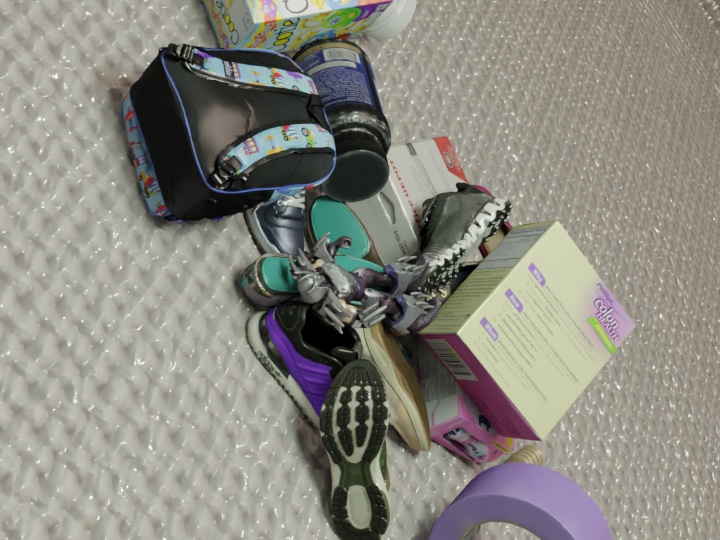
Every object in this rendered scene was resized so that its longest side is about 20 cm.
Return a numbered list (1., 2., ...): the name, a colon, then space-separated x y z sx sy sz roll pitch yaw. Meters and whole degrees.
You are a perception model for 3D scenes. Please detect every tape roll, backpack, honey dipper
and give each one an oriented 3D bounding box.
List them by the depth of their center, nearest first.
1. backpack: -0.133 -0.146 1.419 0.199 0.134 0.184 -9 73 -43
2. tape roll: 0.182 0.327 1.504 0.201 0.199 0.085 61 33 -3
3. honey dipper: 0.177 0.271 1.692 0.200 0.038 0.038 -21 85 -55

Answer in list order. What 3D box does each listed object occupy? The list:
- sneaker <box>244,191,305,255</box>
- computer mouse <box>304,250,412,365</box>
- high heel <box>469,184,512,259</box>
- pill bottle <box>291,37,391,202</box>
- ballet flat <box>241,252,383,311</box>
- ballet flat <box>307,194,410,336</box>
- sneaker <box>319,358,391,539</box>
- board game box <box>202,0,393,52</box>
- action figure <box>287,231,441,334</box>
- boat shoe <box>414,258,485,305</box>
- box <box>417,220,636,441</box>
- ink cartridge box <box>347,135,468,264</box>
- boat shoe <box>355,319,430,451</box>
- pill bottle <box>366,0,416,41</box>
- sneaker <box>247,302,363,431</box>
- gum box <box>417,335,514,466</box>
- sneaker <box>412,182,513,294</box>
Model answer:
1. sneaker: -0.080 -0.111 1.525 0.070 0.108 0.201 8 61 -52
2. computer mouse: -0.011 0.052 1.585 0.200 0.034 0.059 46 13 -13
3. high heel: 0.183 -0.018 1.708 0.201 0.067 0.096 58 12 19
4. pill bottle: -0.024 -0.183 1.621 0.112 0.112 0.201 32 32 -39
5. ballet flat: -0.051 0.017 1.503 0.199 0.072 0.072 7 61 -38
6. ballet flat: 0.000 0.000 1.593 0.201 0.068 0.067 57 -6 16
7. sneaker: 0.000 0.191 1.440 0.089 0.076 0.201 -49 140 -77
8. board game box: -0.079 -0.338 1.621 0.199 0.103 0.105 -17 80 -30
9. action figure: 0.001 0.017 1.447 0.199 0.069 0.131 7 46 -47
10. boat shoe: 0.102 0.026 1.652 0.199 0.060 0.072 -8 58 -21
11. box: 0.203 0.072 1.605 0.200 0.097 0.176 -46 108 -21
12. ink cartridge box: 0.067 -0.088 1.742 0.200 0.083 0.148 -18 83 -57
13. boat shoe: 0.029 0.139 1.549 0.072 0.065 0.201 -93 160 -53
14. pill bottle: -0.019 -0.402 1.808 0.200 0.119 0.120 30 45 -42
15. sneaker: -0.028 0.110 1.450 0.200 0.099 0.070 47 38 -23
16. gum box: 0.134 0.141 1.690 0.113 0.066 0.201 33 43 -37
17. sneaker: 0.100 -0.045 1.627 0.090 0.067 0.200 35 51 15
